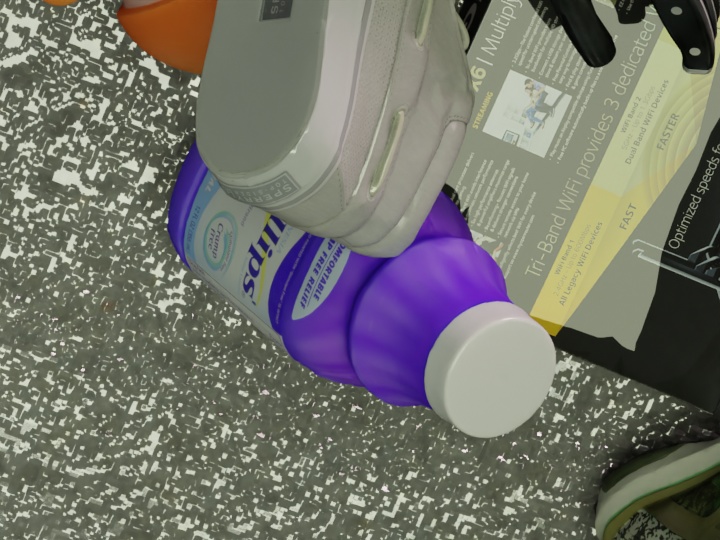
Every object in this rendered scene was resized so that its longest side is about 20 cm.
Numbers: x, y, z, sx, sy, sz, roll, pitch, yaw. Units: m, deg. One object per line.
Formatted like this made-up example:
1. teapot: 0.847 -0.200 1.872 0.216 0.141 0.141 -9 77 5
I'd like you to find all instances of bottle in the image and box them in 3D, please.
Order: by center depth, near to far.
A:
1. bottle: 0.000 0.000 1.085 0.065 0.200 0.084 20 102 -37

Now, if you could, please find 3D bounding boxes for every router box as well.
1. router box: 0.110 -0.064 1.159 0.157 0.052 0.200 23 99 -11

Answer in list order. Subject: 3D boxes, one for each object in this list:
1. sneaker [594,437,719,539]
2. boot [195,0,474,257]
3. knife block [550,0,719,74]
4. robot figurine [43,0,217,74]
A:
1. sneaker: 0.168 0.102 1.142 0.077 0.089 0.200 31 137 -22
2. boot: 0.001 -0.106 1.025 0.096 0.074 0.200 31 69 -52
3. knife block: 0.072 -0.150 1.012 0.064 0.200 0.176 -11 91 24
4. robot figurine: -0.063 -0.159 1.085 0.144 0.117 0.200 -32 104 -16
